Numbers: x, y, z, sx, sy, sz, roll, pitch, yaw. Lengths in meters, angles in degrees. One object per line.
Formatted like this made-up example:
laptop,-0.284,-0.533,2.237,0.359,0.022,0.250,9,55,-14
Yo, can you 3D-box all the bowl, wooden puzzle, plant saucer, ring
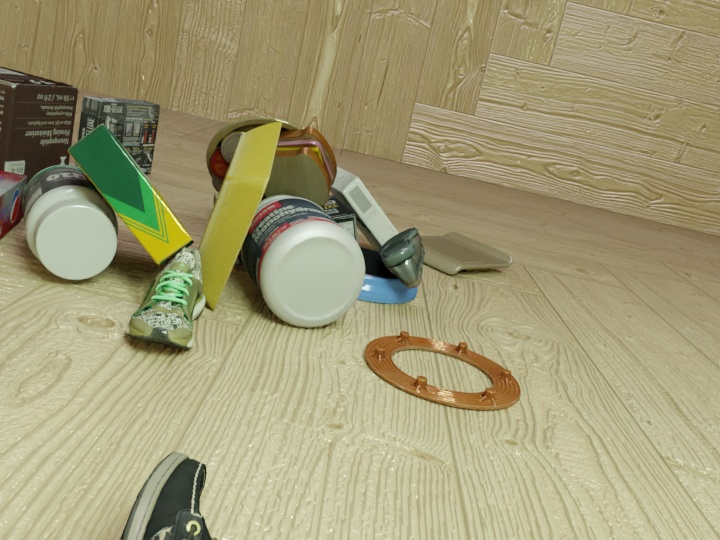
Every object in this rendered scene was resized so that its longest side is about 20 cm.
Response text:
bowl,0.000,0.000,1.226,0.198,0.040,0.201,13,15,-3
wooden puzzle,0.185,-0.032,1.527,0.199,0.038,0.184,-8,26,-44
plant saucer,-0.166,-0.084,0.981,0.048,0.201,0.201,21,29,-13
ring,0.102,0.117,0.923,0.198,0.019,0.201,12,16,-3

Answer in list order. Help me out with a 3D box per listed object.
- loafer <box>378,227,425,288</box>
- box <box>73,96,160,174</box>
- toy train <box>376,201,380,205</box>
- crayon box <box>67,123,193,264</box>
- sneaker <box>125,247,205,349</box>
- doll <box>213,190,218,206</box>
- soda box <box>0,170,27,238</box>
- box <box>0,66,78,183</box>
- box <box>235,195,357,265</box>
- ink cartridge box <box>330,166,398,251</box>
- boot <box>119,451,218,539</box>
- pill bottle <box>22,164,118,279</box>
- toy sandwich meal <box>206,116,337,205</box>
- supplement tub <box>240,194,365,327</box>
loafer,0.070,-0.018,1.189,0.071,0.063,0.200,-28,8,11
box,-0.514,-0.283,1.595,0.049,0.160,0.200,18,16,18
toy train,-0.006,-0.131,1.711,0.056,0.042,0.200,6,12,19
crayon box,-0.293,-0.092,0.990,0.173,0.058,0.200,53,-8,-8
sneaker,-0.215,0.024,0.851,0.076,0.090,0.200,10,15,-10
doll,-0.181,-0.133,1.446,0.198,0.049,0.137,1,-23,-16
soda box,-0.518,-0.087,1.034,0.063,0.071,0.200,10,15,-13
box,-0.581,-0.217,1.207,0.162,0.202,0.166,16,15,11
box,-0.118,-0.069,1.218,0.198,0.050,0.158,-10,20,-11
ink cartridge box,0.000,-0.108,1.389,0.200,0.045,0.176,52,-6,-31
boot,-0.063,0.185,0.416,0.149,0.074,0.200,10,19,-6
pill bottle,-0.382,-0.065,0.986,0.112,0.114,0.200,5,17,-28
toy sandwich meal,-0.133,-0.142,1.115,0.203,0.206,0.071,10,50,-10
supplement tub,-0.086,-0.020,1.024,0.139,0.142,0.200,7,16,-23
